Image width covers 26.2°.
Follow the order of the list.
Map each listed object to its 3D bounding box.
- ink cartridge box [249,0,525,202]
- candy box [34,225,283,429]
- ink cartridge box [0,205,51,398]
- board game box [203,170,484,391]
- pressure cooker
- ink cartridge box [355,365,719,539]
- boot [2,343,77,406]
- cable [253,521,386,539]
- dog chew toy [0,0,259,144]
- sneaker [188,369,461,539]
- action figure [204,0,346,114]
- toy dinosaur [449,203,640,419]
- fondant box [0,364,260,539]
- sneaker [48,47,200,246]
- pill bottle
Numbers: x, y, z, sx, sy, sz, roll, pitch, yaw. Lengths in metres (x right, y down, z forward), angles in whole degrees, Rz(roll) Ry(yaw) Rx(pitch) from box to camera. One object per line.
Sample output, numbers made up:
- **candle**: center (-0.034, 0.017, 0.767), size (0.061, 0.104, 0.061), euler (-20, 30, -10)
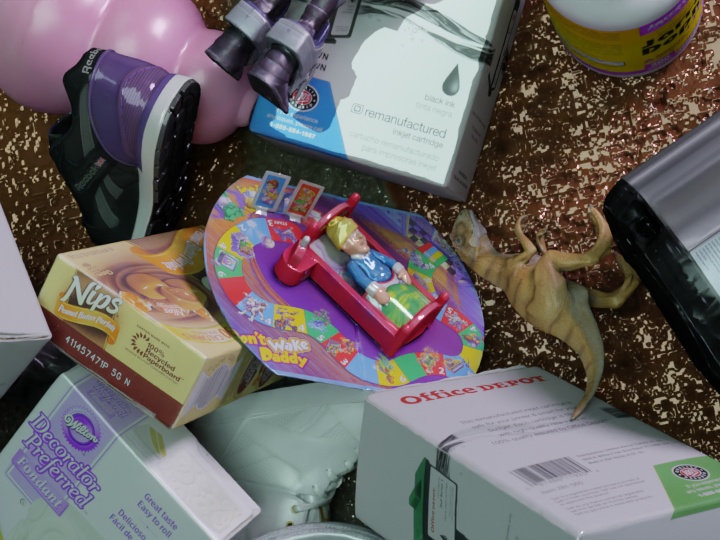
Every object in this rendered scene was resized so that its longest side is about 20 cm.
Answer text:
- **ink cartridge box**: center (0.027, -0.165, 1.037), size (0.144, 0.084, 0.202), euler (16, 89, 14)
- **candy box**: center (-0.110, 0.030, 0.989), size (0.115, 0.200, 0.056), euler (34, 106, 13)
- **ink cartridge box**: center (-0.290, 0.040, 0.943), size (0.200, 0.085, 0.149), euler (-44, 61, 31)
- **board game box**: center (0.000, 0.000, 0.977), size (0.198, 0.039, 0.159), euler (11, 47, -23)
- **pressure cooker**: center (0.267, -0.026, 0.918), size (0.199, 0.179, 0.176), euler (-35, 120, 5)
- **ink cartridge box**: center (0.108, 0.133, 0.893), size (0.199, 0.145, 0.085), euler (27, 117, 52)
- **boot**: center (-0.215, 0.069, 1.030), size (0.198, 0.131, 0.071), euler (3, 84, 26)
- **cable**: center (-0.023, 0.257, 0.949), size (0.200, 0.069, 0.200), euler (-44, 74, 6)
- **dog chew toy**: center (-0.161, -0.150, 1.066), size (0.198, 0.125, 0.126), euler (24, 90, 5)
- **sneaker**: center (-0.017, 0.130, 1.031), size (0.198, 0.074, 0.117), euler (-12, 84, 21)
- **action figure**: center (-0.018, -0.201, 0.977), size (0.130, 0.069, 0.201), euler (36, 90, 22)
- **toy dinosaur**: center (0.131, 0.022, 0.995), size (0.106, 0.061, 0.200), euler (-35, 43, -6)
- **fondant box**: center (-0.176, 0.170, 0.987), size (0.144, 0.058, 0.200), euler (45, 118, 8)
- **sneaker**: center (-0.165, -0.068, 1.034), size (0.087, 0.076, 0.201), euler (24, 135, 6)
- **pill bottle**: center (0.159, -0.189, 0.950), size (0.103, 0.200, 0.106), euler (-1, 85, 13)
